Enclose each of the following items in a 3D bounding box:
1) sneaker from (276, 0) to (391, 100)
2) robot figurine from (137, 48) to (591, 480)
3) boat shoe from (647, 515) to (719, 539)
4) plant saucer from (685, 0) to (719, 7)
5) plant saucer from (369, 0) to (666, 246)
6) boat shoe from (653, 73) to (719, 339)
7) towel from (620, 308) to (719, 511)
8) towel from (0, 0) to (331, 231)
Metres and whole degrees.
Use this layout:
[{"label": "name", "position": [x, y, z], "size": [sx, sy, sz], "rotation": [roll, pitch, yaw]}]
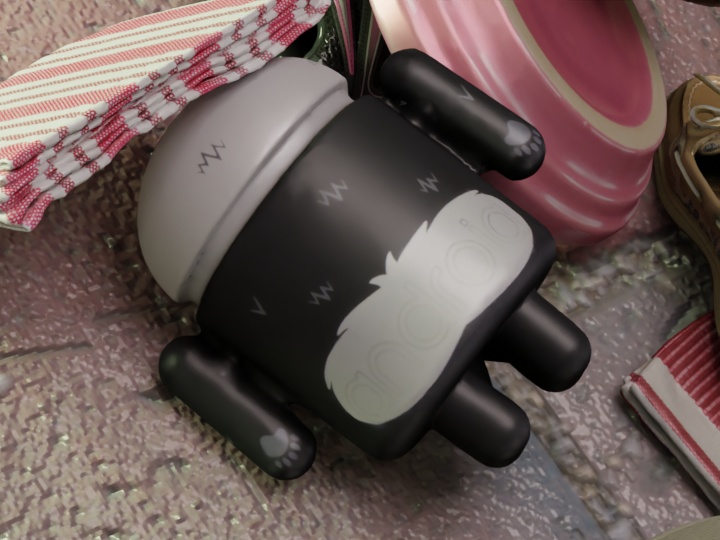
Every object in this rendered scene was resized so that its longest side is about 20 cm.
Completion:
[{"label": "sneaker", "position": [-0.038, -0.156, 1.371], "size": [0.086, 0.080, 0.200], "rotation": [-19, 67, -35]}, {"label": "robot figurine", "position": [0.001, -0.001, 1.250], "size": [0.200, 0.125, 0.150], "rotation": [37, 46, 5]}, {"label": "boat shoe", "position": [0.128, 0.162, 1.251], "size": [0.200, 0.072, 0.068], "rotation": [-38, 118, -45]}, {"label": "plant saucer", "position": [0.098, -0.191, 1.401], "size": [0.200, 0.200, 0.034], "rotation": [32, 86, -4]}, {"label": "plant saucer", "position": [0.077, -0.110, 1.360], "size": [0.201, 0.051, 0.201], "rotation": [41, 32, -33]}, {"label": "boat shoe", "position": [0.187, -0.033, 1.388], "size": [0.073, 0.063, 0.200], "rotation": [-2, 42, -12]}, {"label": "towel", "position": [0.225, 0.062, 1.392], "size": [0.200, 0.023, 0.144], "rotation": [-33, 79, -38]}, {"label": "towel", "position": [-0.120, -0.063, 1.230], "size": [0.200, 0.146, 0.030], "rotation": [-36, 110, -40]}]
